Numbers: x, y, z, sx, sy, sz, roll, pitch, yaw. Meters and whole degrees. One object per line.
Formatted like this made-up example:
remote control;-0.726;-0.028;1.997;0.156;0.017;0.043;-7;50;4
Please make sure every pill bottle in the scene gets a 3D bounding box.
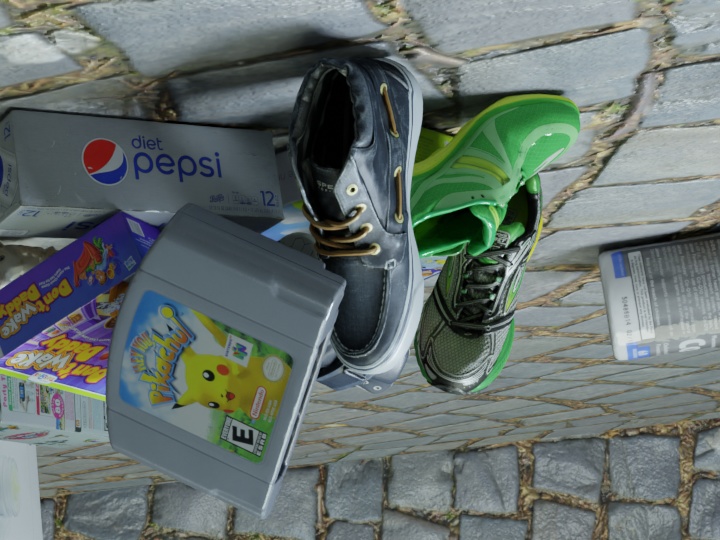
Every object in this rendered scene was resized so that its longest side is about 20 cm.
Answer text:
pill bottle;0.345;0.021;1.690;0.199;0.114;0.114;-9;167;8

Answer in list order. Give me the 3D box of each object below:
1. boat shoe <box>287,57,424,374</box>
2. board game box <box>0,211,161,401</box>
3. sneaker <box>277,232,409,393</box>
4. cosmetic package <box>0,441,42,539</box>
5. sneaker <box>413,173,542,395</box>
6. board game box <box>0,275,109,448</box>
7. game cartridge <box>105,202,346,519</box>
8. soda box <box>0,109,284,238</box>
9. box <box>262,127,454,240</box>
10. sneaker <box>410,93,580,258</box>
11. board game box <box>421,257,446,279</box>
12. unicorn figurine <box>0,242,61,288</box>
boat shoe;-0.009;-0.033;1.043;0.071;0.201;0.091;3;-176;27
board game box;-0.165;0.033;1.188;0.134;0.045;0.200;-31;159;13
sneaker;-0.059;0.067;1.188;0.202;0.077;0.146;-36;144;22
cosmetic package;-0.472;0.227;1.929;0.123;0.200;0.200;-12;167;21
sneaker;0.092;0.002;1.323;0.078;0.201;0.085;14;158;7
board game box;-0.290;0.074;1.483;0.064;0.148;0.200;-9;167;18
game cartridge;-0.094;0.060;1.077;0.133;0.200;0.040;25;-144;11
soda box;-0.154;-0.060;1.144;0.200;0.068;0.063;1;162;-35
box;-0.023;-0.059;1.273;0.200;0.048;0.122;-16;165;33
sneaker;0.078;-0.051;1.167;0.200;0.084;0.074;-32;147;-18
board game box;-0.009;-0.016;1.498;0.200;0.035;0.135;2;164;-34
unicorn figurine;-0.221;0.010;1.333;0.200;0.138;0.074;-23;145;5
